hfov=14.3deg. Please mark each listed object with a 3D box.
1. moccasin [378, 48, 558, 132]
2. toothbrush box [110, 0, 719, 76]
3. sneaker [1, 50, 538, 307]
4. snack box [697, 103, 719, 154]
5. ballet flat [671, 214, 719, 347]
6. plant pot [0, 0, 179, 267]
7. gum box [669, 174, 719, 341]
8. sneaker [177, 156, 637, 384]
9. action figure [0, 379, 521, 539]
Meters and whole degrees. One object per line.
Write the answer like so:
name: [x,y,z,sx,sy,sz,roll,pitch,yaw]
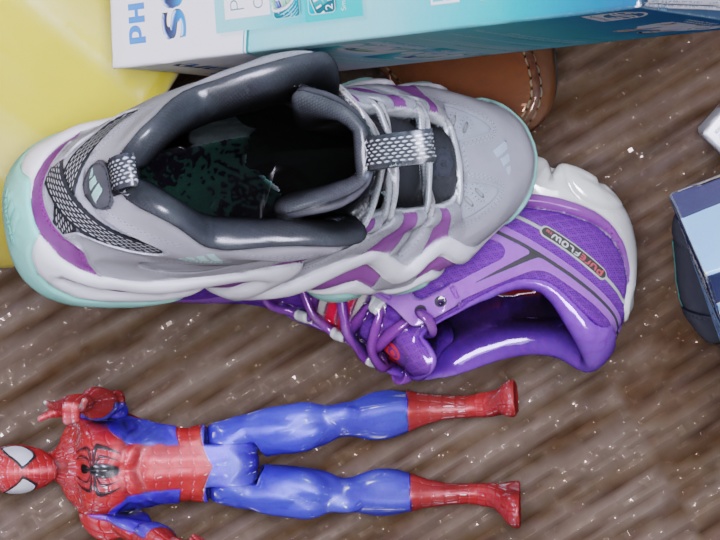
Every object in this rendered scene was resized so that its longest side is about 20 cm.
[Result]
moccasin: [0.005,-0.133,1.034,0.074,0.078,0.202,-25,93,18]
toothbrush box: [0.018,-0.143,0.920,0.200,0.085,0.147,-2,89,34]
sneaker: [-0.002,-0.031,0.925,0.200,0.140,0.078,-12,87,-30]
snack box: [0.218,-0.100,1.059,0.072,0.024,0.200,43,95,-2]
ballet flat: [0.199,-0.040,1.021,0.200,0.073,0.073,-27,93,5]
plant pot: [-0.163,-0.106,1.001,0.189,0.201,0.201,36,95,-16]
gum box: [0.214,0.020,0.999,0.170,0.045,0.200,-21,135,4]
sneaker: [0.000,0.000,1.035,0.200,0.081,0.084,3,56,3]
action figure: [-0.043,0.072,1.051,0.200,0.099,0.065,-2,93,5]
